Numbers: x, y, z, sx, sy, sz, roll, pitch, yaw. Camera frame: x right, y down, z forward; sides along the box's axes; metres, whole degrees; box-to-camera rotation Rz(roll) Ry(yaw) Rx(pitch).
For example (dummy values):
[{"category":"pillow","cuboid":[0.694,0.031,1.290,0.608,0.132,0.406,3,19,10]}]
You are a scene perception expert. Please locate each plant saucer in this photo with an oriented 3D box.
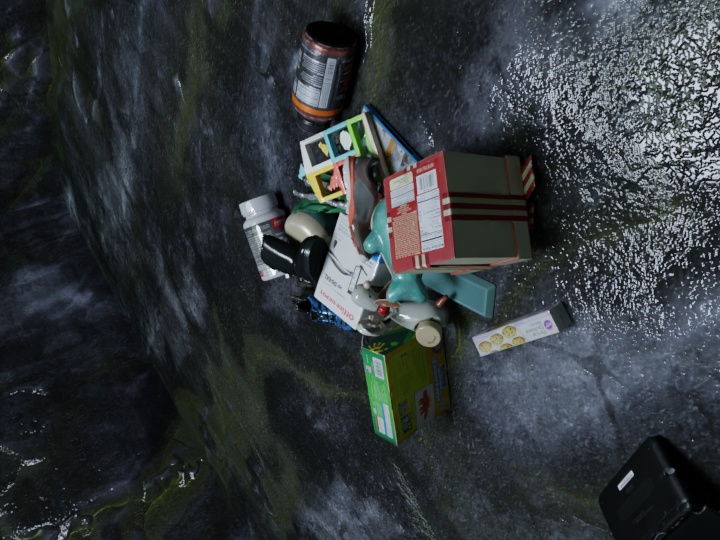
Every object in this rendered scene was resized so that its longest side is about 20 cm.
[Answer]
[{"category":"plant saucer","cuboid":[0.170,0.023,1.193,0.199,0.019,0.071,29,131,42]}]

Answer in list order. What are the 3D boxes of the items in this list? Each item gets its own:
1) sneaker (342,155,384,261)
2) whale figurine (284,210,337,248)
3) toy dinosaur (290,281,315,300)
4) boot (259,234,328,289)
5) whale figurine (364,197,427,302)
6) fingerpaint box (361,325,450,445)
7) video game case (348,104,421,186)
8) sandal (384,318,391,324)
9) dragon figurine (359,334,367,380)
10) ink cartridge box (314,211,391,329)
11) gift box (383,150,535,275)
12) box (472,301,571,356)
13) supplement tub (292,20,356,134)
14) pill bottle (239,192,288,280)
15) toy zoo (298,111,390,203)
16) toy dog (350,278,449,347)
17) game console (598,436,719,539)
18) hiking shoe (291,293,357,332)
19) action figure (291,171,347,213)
[{"category":"sneaker","cuboid":[0.016,-0.118,1.187,0.081,0.077,0.203,-5,97,10]},{"category":"whale figurine","cuboid":[-0.083,-0.065,1.444,0.158,0.104,0.201,0,133,53]},{"category":"toy dinosaur","cuboid":[-0.110,0.038,1.504,0.200,0.087,0.048,-84,-2,-71]},{"category":"boot","cuboid":[-0.147,-0.035,1.371,0.161,0.074,0.199,26,158,19]},{"category":"whale figurine","cuboid":[0.086,-0.045,1.120,0.104,0.157,0.203,149,123,-76]},{"category":"fingerpaint box","cuboid":[0.095,0.217,1.275,0.073,0.166,0.203,15,121,47]},{"category":"video game case","cuboid":[0.050,-0.204,1.229,0.201,0.018,0.144,51,142,23]},{"category":"sandal","cuboid":[0.002,0.090,1.421,0.199,0.075,0.048,20,149,47]},{"category":"dragon figurine","cuboid":[0.053,0.198,1.412,0.200,0.098,0.060,-111,8,-74]},{"category":"ink cartridge box","cuboid":[0.000,0.000,1.308,0.145,0.084,0.202,35,116,37]},{"category":"gift box","cuboid":[0.162,-0.099,0.994,0.184,0.185,0.203,-7,84,57]},{"category":"box","cuboid":[0.271,0.104,1.081,0.200,0.038,0.042,-32,84,56]},{"category":"supplement tub","cuboid":[-0.076,-0.369,1.229,0.107,0.106,0.201,47,142,26]},{"category":"pill bottle","cuboid":[-0.228,-0.086,1.595,0.113,0.113,0.203,-11,100,55]},{"category":"toy zoo","cuboid":[-0.045,-0.217,1.256,0.198,0.020,0.133,-16,96,35]},{"category":"toy dog","cuboid":[0.088,0.062,1.195,0.133,0.197,0.097,-101,27,-55]},{"category":"game console","cuboid":[0.484,0.377,0.964,0.177,0.115,0.202,-103,20,-46]},{"category":"hiking shoe","cuboid":[-0.077,0.109,1.521,0.199,0.086,0.075,24,127,46]},{"category":"action figure","cuboid":[-0.056,-0.164,1.338,0.198,0.119,0.055,13,157,40]}]
